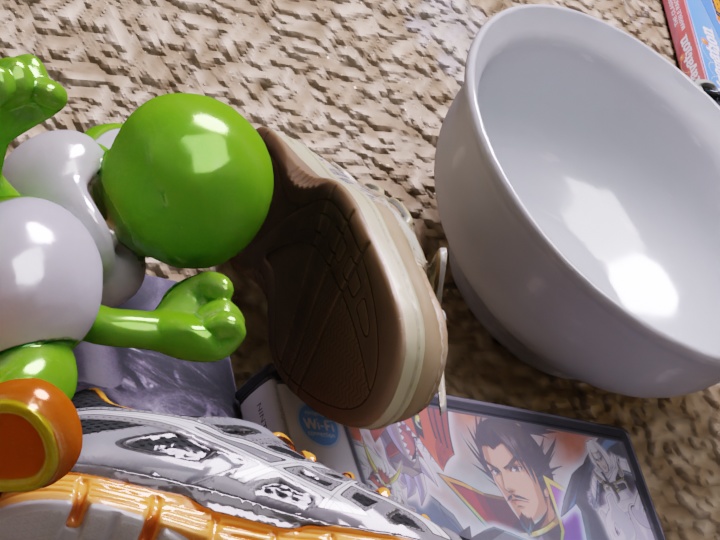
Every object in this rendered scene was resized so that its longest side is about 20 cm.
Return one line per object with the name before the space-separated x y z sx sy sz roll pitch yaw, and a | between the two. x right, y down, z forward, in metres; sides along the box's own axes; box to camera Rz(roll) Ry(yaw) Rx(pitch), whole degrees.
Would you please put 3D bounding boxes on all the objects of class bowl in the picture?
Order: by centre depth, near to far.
bowl | 0.103 -0.015 0.955 0.200 0.090 0.202 26 39 -23

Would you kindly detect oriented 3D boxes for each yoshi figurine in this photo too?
yoshi figurine | -0.088 -0.011 0.698 0.111 0.113 0.200 19 26 7

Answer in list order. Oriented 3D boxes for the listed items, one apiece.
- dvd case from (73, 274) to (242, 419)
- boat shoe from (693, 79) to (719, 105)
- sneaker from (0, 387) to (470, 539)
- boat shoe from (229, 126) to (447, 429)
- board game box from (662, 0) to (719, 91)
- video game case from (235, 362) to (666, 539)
dvd case | -0.123 0.047 0.736 0.199 0.016 0.149 15 45 -34
boat shoe | 0.179 -0.064 1.104 0.200 0.060 0.076 45 36 1
sneaker | -0.023 0.089 0.702 0.199 0.078 0.077 20 33 -14
boat shoe | 0.000 0.000 0.804 0.062 0.074 0.200 16 20 -23
board game box | 0.223 -0.134 1.253 0.103 0.019 0.201 24 40 -28
video game case | 0.055 0.130 0.806 0.199 0.025 0.181 12 49 -39
